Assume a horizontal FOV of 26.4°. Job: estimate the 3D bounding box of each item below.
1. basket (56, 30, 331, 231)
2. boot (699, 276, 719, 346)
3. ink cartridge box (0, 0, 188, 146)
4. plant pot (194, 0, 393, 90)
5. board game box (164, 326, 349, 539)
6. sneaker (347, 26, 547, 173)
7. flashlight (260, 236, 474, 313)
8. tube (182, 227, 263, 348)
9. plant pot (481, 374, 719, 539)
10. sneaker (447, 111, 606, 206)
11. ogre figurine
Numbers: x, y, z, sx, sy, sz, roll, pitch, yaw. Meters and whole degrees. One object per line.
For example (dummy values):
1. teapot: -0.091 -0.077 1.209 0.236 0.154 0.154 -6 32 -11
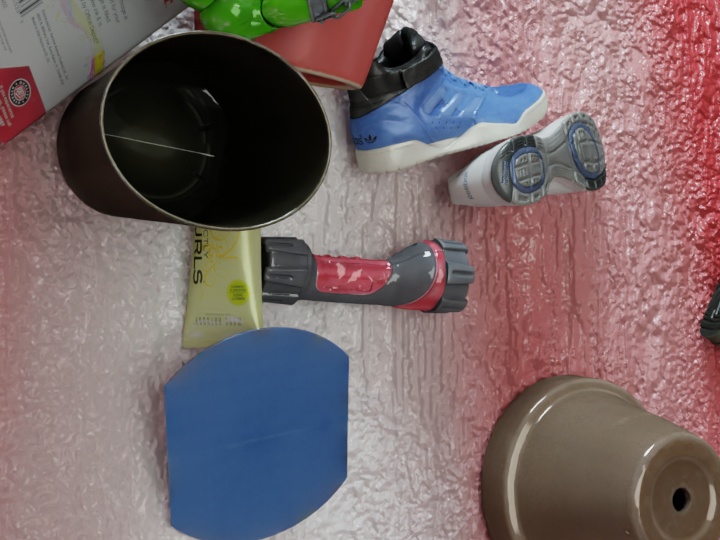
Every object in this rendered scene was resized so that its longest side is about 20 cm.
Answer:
1. basket: -0.146 -0.098 1.155 0.178 0.199 0.138 9 86 -30
2. boot: 0.453 0.049 1.564 0.199 0.072 0.183 31 87 -18
3. ink cartridge box: -0.235 -0.216 1.144 0.200 0.082 0.147 -42 144 -25
4. plant pot: -0.049 -0.247 1.235 0.198 0.200 0.180 9 92 -28
5. board game box: -0.088 0.128 1.258 0.156 0.039 0.203 -11 120 -21
6. sneaker: 0.076 -0.165 1.355 0.198 0.077 0.113 -18 106 -22
7. flashlight: 0.000 0.000 1.312 0.198 0.068 0.069 6 86 -30
8. tube: -0.108 -0.037 1.256 0.051 0.058 0.203 4 85 -25
9. plant pot: 0.234 0.196 1.376 0.198 0.174 0.204 2 86 -30
10. sneaker: 0.156 -0.099 1.403 0.199 0.086 0.076 -12 92 -48
11. ogre figurine: -0.097 -0.242 1.109 0.120 0.098 0.200 -40 126 7
